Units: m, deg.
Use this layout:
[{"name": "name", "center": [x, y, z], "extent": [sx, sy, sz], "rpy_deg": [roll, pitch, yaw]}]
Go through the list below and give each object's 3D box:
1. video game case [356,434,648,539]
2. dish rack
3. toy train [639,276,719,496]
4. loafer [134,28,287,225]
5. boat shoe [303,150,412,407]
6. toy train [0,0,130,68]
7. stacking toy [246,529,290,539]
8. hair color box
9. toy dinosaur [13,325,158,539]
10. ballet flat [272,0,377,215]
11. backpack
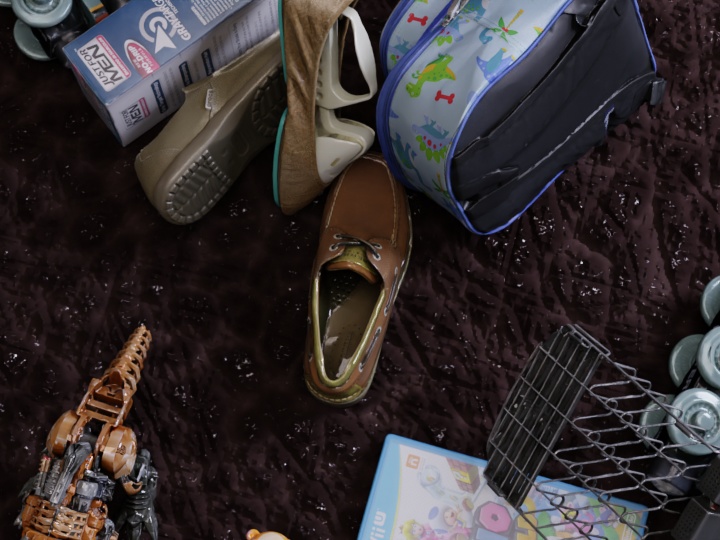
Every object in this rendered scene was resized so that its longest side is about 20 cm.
[{"name": "video game case", "center": [0.096, 0.214, 1.238], "extent": [0.199, 0.018, 0.144], "rpy_deg": [15, 77, 4]}, {"name": "dish rack", "center": [0.174, 0.139, 1.174], "extent": [0.200, 0.054, 0.154], "rpy_deg": [43, 113, 41]}, {"name": "toy train", "center": [0.284, 0.084, 1.234], "extent": [0.114, 0.085, 0.200], "rpy_deg": [31, 76, -5]}, {"name": "loafer", "center": [-0.097, -0.124, 1.291], "extent": [0.067, 0.076, 0.200], "rpy_deg": [33, 68, 30]}, {"name": "boat shoe", "center": [0.000, 0.000, 1.265], "extent": [0.072, 0.068, 0.201], "rpy_deg": [5, 75, 3]}, {"name": "toy train", "center": [-0.245, -0.254, 1.326], "extent": [0.114, 0.085, 0.200], "rpy_deg": [-31, 78, -17]}, {"name": "stacking toy", "center": [-0.130, 0.245, 1.199], "extent": [0.200, 0.110, 0.116], "rpy_deg": [-30, 75, -18]}, {"name": "hair color box", "center": [-0.122, -0.187, 1.296], "extent": [0.200, 0.100, 0.061], "rpy_deg": [-37, 78, -9]}, {"name": "toy dinosaur", "center": [-0.184, 0.138, 1.192], "extent": [0.102, 0.136, 0.200], "rpy_deg": [37, 69, 13]}, {"name": "ballet flat", "center": [-0.024, -0.125, 1.246], "extent": [0.072, 0.068, 0.201], "rpy_deg": [12, 118, 16]}, {"name": "backpack", "center": [0.100, -0.138, 1.247], "extent": [0.147, 0.183, 0.200], "rpy_deg": [36, 77, 32]}]
